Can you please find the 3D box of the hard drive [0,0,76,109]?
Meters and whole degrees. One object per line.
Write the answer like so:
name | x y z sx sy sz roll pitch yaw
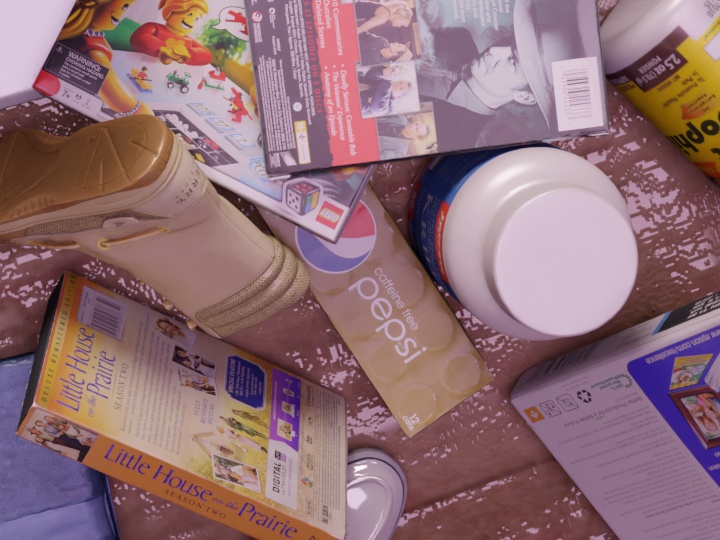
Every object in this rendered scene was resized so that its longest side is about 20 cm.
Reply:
hard drive | -0.222 -0.164 1.151 0.199 0.026 0.132 -16 101 -5

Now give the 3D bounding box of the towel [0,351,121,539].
towel | -0.209 0.150 1.188 0.111 0.049 0.201 -12 101 -7

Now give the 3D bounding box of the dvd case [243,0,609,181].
dvd case | 0.036 -0.136 1.085 0.199 0.022 0.147 -8 99 0

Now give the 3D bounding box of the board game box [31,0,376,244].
board game box | -0.074 -0.116 1.123 0.199 0.035 0.127 27 88 1

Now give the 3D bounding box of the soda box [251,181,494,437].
soda box | 0.000 0.000 1.189 0.068 0.064 0.200 -34 102 -2

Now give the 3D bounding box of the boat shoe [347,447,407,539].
boat shoe | -0.041 0.200 1.211 0.074 0.067 0.200 40 91 -12

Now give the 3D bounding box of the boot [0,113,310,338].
boot | -0.142 -0.020 1.140 0.155 0.199 0.073 42 53 -39

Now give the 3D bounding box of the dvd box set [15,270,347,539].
dvd box set | -0.100 0.087 1.141 0.199 0.147 0.029 25 117 -16

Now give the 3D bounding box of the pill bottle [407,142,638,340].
pill bottle | 0.096 -0.021 1.131 0.112 0.200 0.113 -1 99 -8

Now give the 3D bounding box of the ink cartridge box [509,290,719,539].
ink cartridge box | 0.223 0.117 1.189 0.200 0.198 0.043 52 45 -12

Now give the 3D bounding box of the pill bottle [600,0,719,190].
pill bottle | 0.246 -0.103 1.188 0.200 0.109 0.109 42 91 -12
